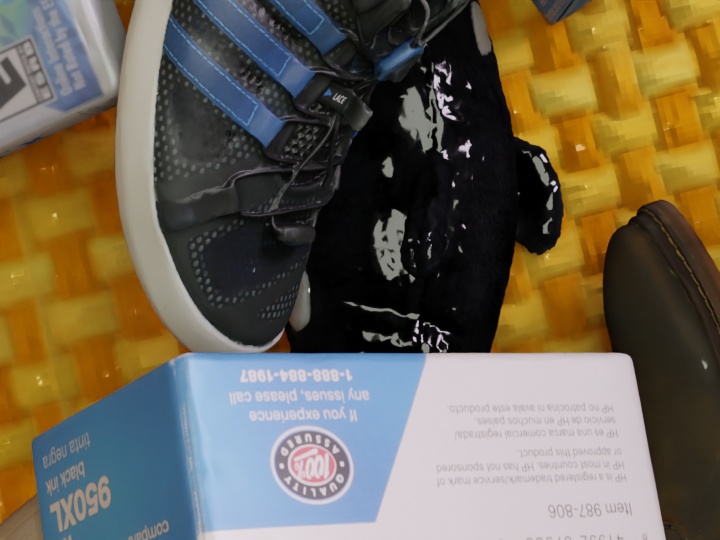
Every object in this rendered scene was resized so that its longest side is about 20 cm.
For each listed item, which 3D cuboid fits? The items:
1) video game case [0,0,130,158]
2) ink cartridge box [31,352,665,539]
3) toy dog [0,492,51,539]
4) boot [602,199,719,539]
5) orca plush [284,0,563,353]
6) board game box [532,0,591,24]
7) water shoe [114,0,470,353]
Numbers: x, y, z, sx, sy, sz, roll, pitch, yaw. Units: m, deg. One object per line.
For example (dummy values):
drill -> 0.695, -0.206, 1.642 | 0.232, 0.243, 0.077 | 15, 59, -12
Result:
video game case -> -0.175, -0.107, 0.752 | 0.182, 0.022, 0.201 | -23, 88, 18
ink cartridge box -> 0.008, 0.127, 0.673 | 0.144, 0.084, 0.201 | 2, 71, -35
toy dog -> -0.050, 0.148, 0.745 | 0.131, 0.096, 0.201 | -17, 97, 28
boot -> 0.071, 0.085, 0.764 | 0.096, 0.075, 0.201 | -12, 89, -8
orca plush -> 0.000, 0.000, 0.766 | 0.105, 0.071, 0.201 | 22, 85, -2
board game box -> 0.133, -0.150, 0.747 | 0.200, 0.151, 0.037 | -37, 88, -6
water shoe -> -0.014, -0.068, 0.711 | 0.079, 0.071, 0.201 | 12, 104, 29
